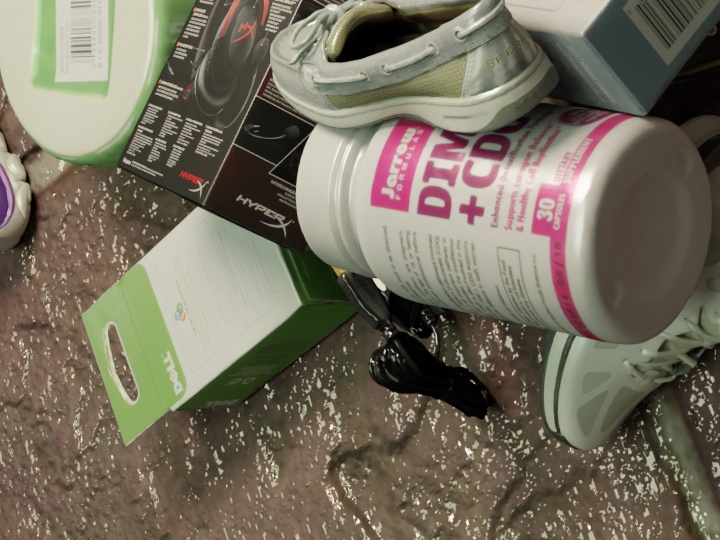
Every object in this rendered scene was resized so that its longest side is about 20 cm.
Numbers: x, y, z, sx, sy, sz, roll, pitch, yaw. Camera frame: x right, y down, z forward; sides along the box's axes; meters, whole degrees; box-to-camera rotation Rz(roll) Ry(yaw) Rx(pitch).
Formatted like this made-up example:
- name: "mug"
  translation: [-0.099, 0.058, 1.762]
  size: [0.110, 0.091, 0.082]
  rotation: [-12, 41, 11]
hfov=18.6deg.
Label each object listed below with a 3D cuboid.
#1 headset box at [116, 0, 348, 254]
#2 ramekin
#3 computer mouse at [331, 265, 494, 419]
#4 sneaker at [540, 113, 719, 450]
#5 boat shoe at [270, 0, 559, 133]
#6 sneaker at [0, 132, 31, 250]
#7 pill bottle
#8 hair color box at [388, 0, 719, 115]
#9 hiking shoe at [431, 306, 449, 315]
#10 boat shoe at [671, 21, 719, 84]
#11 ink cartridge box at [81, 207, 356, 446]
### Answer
- name: "headset box"
  translation: [-0.049, -0.126, 1.298]
  size: [0.148, 0.075, 0.201]
  rotation: [23, 87, 61]
- name: "ramekin"
  translation: [-0.154, -0.160, 1.453]
  size: [0.199, 0.097, 0.201]
  rotation: [3, 94, 45]
- name: "computer mouse"
  translation: [0.000, 0.000, 1.279]
  size: [0.046, 0.140, 0.201]
  rotation: [-32, 68, 16]
- name: "sneaker"
  translation: [0.173, 0.030, 1.155]
  size: [0.115, 0.075, 0.201]
  rotation: [41, 117, 37]
- name: "boat shoe"
  translation: [0.017, -0.115, 1.115]
  size: [0.202, 0.074, 0.065]
  rotation: [16, 141, 55]
- name: "sneaker"
  translation: [-0.315, -0.100, 1.629]
  size: [0.200, 0.083, 0.081]
  rotation: [55, 127, 29]
- name: "pill bottle"
  translation: [0.069, -0.033, 1.133]
  size: [0.199, 0.113, 0.114]
  rotation: [11, 100, 41]
- name: "hair color box"
  translation: [0.102, -0.146, 1.134]
  size: [0.099, 0.061, 0.200]
  rotation: [-50, 30, -12]
- name: "hiking shoe"
  translation: [0.039, -0.070, 1.275]
  size: [0.074, 0.086, 0.201]
  rotation: [-44, 62, 37]
- name: "boat shoe"
  translation: [0.182, -0.134, 1.147]
  size: [0.201, 0.060, 0.072]
  rotation: [-14, 82, 44]
- name: "ink cartridge box"
  translation: [-0.093, 0.024, 1.430]
  size: [0.200, 0.059, 0.104]
  rotation: [-39, 64, 38]
